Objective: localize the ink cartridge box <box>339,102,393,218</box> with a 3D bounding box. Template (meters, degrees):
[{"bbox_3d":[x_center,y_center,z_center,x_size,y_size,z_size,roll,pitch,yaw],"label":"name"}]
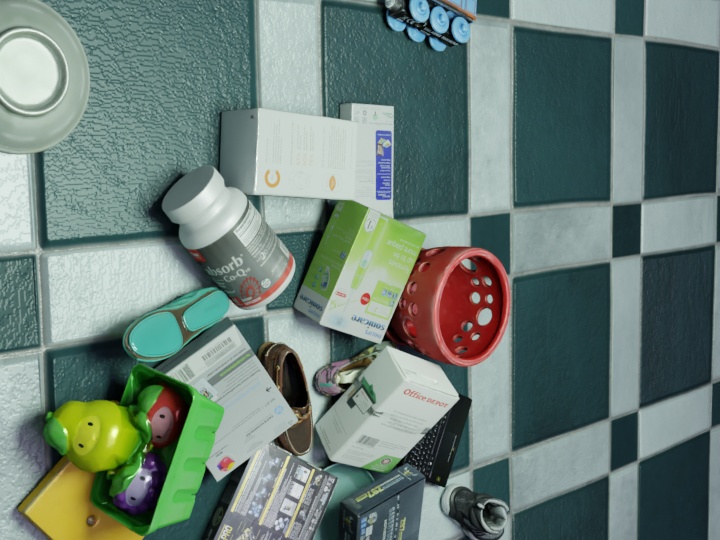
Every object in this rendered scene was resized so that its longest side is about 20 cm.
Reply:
[{"bbox_3d":[0.011,-0.180,1.594,0.099,0.039,0.203,-3,95,-42],"label":"ink cartridge box"}]

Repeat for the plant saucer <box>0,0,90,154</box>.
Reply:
[{"bbox_3d":[-0.425,-0.248,1.178,0.198,0.050,0.203,-4,96,-42],"label":"plant saucer"}]

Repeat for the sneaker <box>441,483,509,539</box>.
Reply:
[{"bbox_3d":[0.248,0.488,1.825,0.200,0.113,0.076,43,66,-36],"label":"sneaker"}]

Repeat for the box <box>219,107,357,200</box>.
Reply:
[{"bbox_3d":[-0.109,-0.175,1.443,0.198,0.097,0.126,0,94,-43],"label":"box"}]

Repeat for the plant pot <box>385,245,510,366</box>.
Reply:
[{"bbox_3d":[0.133,0.056,1.631,0.199,0.181,0.204,-5,97,-42],"label":"plant pot"}]

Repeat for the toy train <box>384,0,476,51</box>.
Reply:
[{"bbox_3d":[0.121,-0.463,1.641,0.198,0.086,0.116,14,76,-40],"label":"toy train"}]

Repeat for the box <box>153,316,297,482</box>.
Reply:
[{"bbox_3d":[-0.205,0.193,1.393,0.155,0.041,0.201,-36,118,-9],"label":"box"}]

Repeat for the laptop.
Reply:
[{"bbox_3d":[0.142,0.295,1.714,0.199,0.103,0.179,28,76,-33],"label":"laptop"}]

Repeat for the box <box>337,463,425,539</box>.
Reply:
[{"bbox_3d":[0.033,0.446,1.586,0.157,0.051,0.203,-20,126,-39],"label":"box"}]

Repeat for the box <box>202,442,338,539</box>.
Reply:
[{"bbox_3d":[-0.143,0.385,1.473,0.160,0.049,0.202,31,72,-25],"label":"box"}]

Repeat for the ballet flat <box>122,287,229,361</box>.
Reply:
[{"bbox_3d":[-0.271,0.081,1.331,0.199,0.070,0.068,-30,103,-50],"label":"ballet flat"}]

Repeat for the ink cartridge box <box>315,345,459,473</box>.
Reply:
[{"bbox_3d":[0.045,0.235,1.566,0.145,0.085,0.200,24,115,-42],"label":"ink cartridge box"}]

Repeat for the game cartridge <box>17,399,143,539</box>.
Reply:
[{"bbox_3d":[-0.351,0.308,1.315,0.201,0.032,0.177,-52,125,-29],"label":"game cartridge"}]

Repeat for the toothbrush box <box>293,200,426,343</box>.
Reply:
[{"bbox_3d":[0.000,0.000,1.542,0.145,0.086,0.202,22,95,-42],"label":"toothbrush box"}]

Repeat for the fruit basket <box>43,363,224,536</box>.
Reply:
[{"bbox_3d":[-0.305,0.229,1.239,0.214,0.154,0.219,-21,118,-46],"label":"fruit basket"}]

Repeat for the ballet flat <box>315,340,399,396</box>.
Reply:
[{"bbox_3d":[0.013,0.172,1.607,0.198,0.071,0.070,-15,101,-41],"label":"ballet flat"}]

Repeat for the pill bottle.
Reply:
[{"bbox_3d":[-0.192,-0.048,1.367,0.116,0.115,0.201,-53,125,-25],"label":"pill bottle"}]

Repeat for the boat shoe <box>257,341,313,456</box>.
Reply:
[{"bbox_3d":[-0.112,0.211,1.498,0.070,0.070,0.202,-31,116,-37],"label":"boat shoe"}]

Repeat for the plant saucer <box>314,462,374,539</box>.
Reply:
[{"bbox_3d":[-0.049,0.423,1.598,0.198,0.036,0.203,-6,99,-42],"label":"plant saucer"}]
